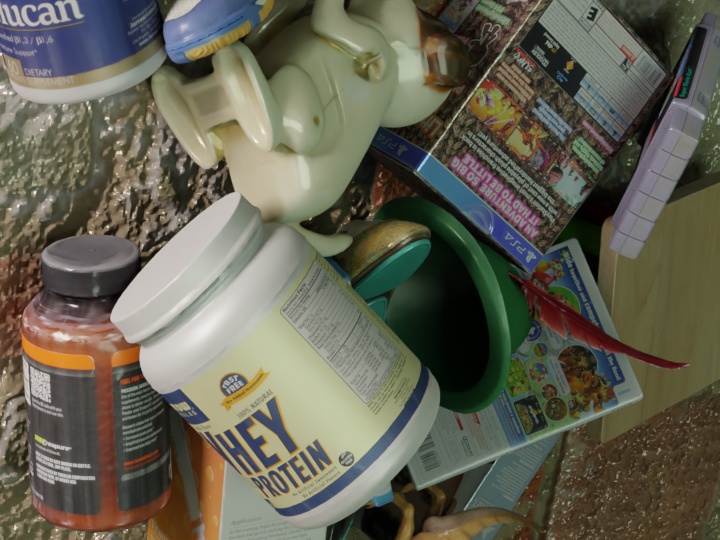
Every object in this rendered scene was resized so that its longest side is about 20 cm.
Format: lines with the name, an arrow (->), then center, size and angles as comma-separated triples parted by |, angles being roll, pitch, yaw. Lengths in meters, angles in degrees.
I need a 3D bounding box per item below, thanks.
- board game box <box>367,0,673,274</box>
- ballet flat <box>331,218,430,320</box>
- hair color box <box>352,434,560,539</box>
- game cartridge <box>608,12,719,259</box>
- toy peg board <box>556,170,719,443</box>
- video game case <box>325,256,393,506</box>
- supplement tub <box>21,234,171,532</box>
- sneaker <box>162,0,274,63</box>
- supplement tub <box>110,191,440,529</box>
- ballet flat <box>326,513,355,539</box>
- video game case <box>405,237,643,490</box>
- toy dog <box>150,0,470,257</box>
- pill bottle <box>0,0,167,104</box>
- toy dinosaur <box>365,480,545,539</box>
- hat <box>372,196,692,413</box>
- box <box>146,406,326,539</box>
board game box -> 0.121, -0.130, 1.423 | 0.159, 0.097, 0.201 | 38, 87, -38
ballet flat -> 0.000, 0.000, 1.367 | 0.070, 0.071, 0.200 | -24, 162, -22
hair color box -> 0.088, 0.160, 1.524 | 0.061, 0.099, 0.201 | 32, 91, -47
game cartridge -> 0.250, -0.114, 1.456 | 0.200, 0.038, 0.130 | -63, 172, -52
toy peg board -> 0.240, 0.016, 1.585 | 0.198, 0.097, 0.202 | -22, 122, -42
video game case -> -0.026, 0.064, 1.383 | 0.018, 0.143, 0.201 | -21, 121, -16
supplement tub -> -0.190, 0.080, 1.304 | 0.106, 0.107, 0.202 | -11, 115, -29
sneaker -> -0.097, -0.218, 1.219 | 0.088, 0.075, 0.201 | 61, 31, -29
supplement tub -> -0.058, 0.061, 1.229 | 0.145, 0.145, 0.200 | -46, 104, -8
ballet flat -> -0.020, 0.174, 1.487 | 0.068, 0.068, 0.201 | 30, 92, -26
video game case -> 0.111, 0.075, 1.465 | 0.199, 0.144, 0.018 | -21, 167, -4
toy dog -> -0.014, -0.129, 1.298 | 0.199, 0.139, 0.195 | -35, 94, -30
pill bottle -> -0.198, -0.219, 1.164 | 0.110, 0.111, 0.201 | -25, 122, -22
toy dinosaur -> 0.062, 0.215, 1.451 | 0.200, 0.107, 0.060 | -41, 157, 25
hat -> 0.123, 0.012, 1.438 | 0.175, 0.165, 0.202 | -23, 101, -34
box -> -0.093, 0.160, 1.392 | 0.097, 0.124, 0.202 | -6, 113, -30
